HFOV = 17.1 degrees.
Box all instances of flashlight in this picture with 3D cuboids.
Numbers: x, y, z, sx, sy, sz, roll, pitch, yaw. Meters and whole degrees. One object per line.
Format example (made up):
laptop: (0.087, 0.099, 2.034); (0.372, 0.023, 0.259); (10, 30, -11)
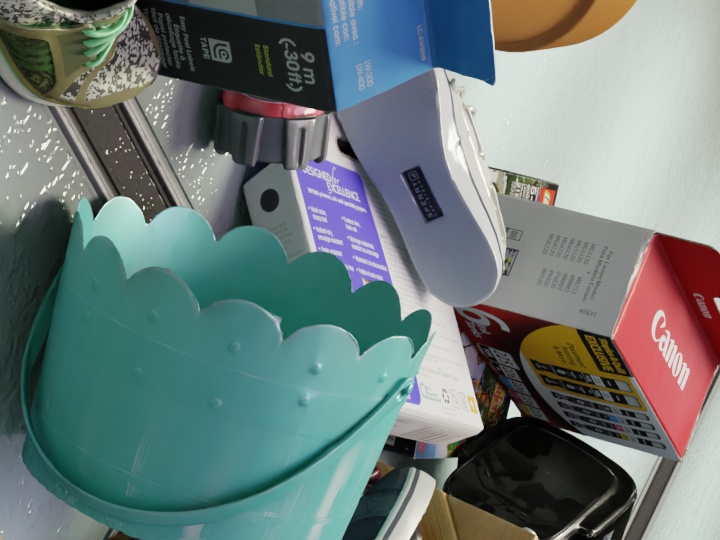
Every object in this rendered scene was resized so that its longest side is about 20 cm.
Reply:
flashlight: (-0.043, -0.160, 1.334); (0.068, 0.067, 0.202); (-21, 121, -55)

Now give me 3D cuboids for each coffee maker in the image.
coffee maker: (0.112, 0.209, 1.692); (0.192, 0.134, 0.201); (-63, 167, -56)

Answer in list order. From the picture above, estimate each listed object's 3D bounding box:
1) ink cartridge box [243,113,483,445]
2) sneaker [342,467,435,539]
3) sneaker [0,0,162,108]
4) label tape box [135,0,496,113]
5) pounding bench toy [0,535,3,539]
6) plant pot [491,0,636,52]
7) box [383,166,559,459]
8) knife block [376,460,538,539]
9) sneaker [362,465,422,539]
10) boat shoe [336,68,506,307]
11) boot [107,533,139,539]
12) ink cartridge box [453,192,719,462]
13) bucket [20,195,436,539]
ink cartridge box: (0.000, 0.000, 1.469); (0.198, 0.043, 0.202); (19, 55, -62)
sneaker: (-0.033, 0.173, 1.311); (0.200, 0.079, 0.079); (-55, 177, -32)
sneaker: (-0.139, -0.124, 1.154); (0.200, 0.088, 0.078); (33, 73, -60)
label tape box: (-0.035, -0.160, 1.208); (0.066, 0.199, 0.144); (-44, 138, -41)
pounding bench toy: (-0.230, 0.084, 1.025); (0.200, 0.123, 0.157); (-53, 136, -35)
plant pot: (0.057, -0.214, 1.375); (0.139, 0.199, 0.202); (-20, 121, -40)
box: (0.073, 0.028, 1.654); (0.136, 0.037, 0.202); (6, 97, -61)
knife block: (0.031, 0.224, 1.443); (0.176, 0.199, 0.064); (-57, 153, -20)
sneaker: (-0.009, 0.197, 1.382); (0.076, 0.114, 0.202); (87, 0, -66)
boat shoe: (0.045, -0.084, 1.492); (0.203, 0.074, 0.086); (65, 23, -13)
boot: (-0.140, 0.243, 1.351); (0.200, 0.073, 0.156); (-35, 140, -54)
ink cartridge box: (0.170, 0.044, 1.610); (0.084, 0.174, 0.200); (-65, 149, -18)
bucket: (-0.075, 0.058, 1.241); (0.207, 0.206, 0.136); (0, 111, -60)
